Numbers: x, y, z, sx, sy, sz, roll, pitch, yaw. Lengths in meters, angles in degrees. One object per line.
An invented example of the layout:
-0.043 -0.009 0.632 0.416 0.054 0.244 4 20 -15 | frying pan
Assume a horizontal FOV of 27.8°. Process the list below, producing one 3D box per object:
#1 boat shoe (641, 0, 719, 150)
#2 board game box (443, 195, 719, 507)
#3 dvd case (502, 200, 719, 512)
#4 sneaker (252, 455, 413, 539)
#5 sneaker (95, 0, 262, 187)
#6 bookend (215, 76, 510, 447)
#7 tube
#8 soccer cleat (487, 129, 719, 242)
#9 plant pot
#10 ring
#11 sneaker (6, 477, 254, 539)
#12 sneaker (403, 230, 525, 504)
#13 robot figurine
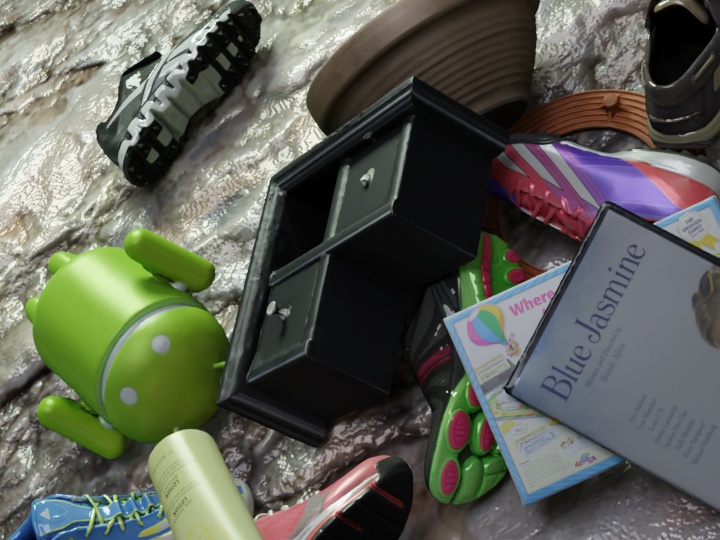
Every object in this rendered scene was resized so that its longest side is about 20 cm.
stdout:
0.252 -0.181 1.090 0.074 0.074 0.201 -4 50 23 | boat shoe
0.172 0.054 0.964 0.198 0.034 0.136 -24 79 3 | board game box
0.211 0.062 0.930 0.199 0.018 0.144 28 86 11 | dvd case
-0.053 0.185 0.979 0.200 0.074 0.087 -43 48 -3 | sneaker
-0.173 -0.175 1.327 0.090 0.067 0.201 30 79 36 | sneaker
0.000 0.000 1.049 0.198 0.092 0.202 -28 43 51 | bookend
-0.086 0.183 0.934 0.051 0.058 0.200 -16 41 -16 | tube
0.159 -0.051 1.048 0.198 0.068 0.074 10 69 30 | soccer cleat
0.065 -0.141 1.120 0.200 0.201 0.093 -33 78 5 | plant pot
0.165 -0.058 1.102 0.198 0.019 0.202 -13 55 20 | ring
-0.179 0.197 1.065 0.199 0.105 0.076 -29 51 9 | sneaker
0.074 0.073 1.044 0.084 0.076 0.202 -25 48 50 | sneaker
-0.180 0.058 1.148 0.199 0.115 0.177 34 96 37 | robot figurine
